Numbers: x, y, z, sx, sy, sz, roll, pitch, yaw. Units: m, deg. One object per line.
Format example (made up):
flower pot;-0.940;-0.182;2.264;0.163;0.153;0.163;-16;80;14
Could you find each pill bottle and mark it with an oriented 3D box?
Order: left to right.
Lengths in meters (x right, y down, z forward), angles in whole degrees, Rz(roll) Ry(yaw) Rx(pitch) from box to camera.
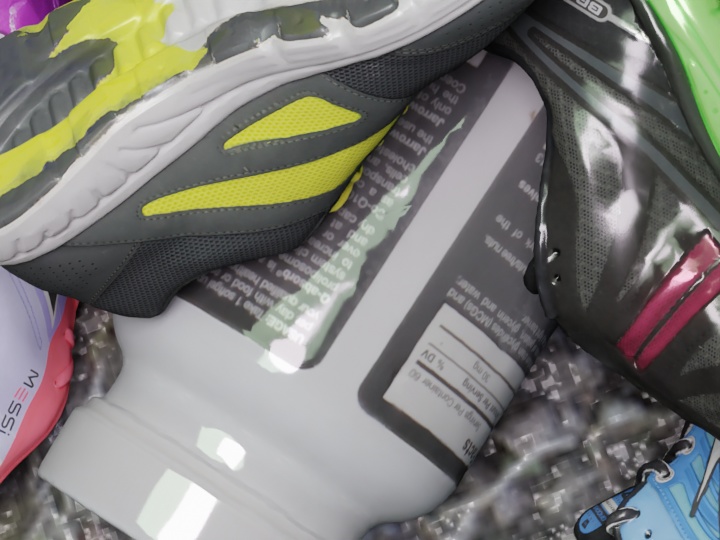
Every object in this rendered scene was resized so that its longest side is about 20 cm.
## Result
pill bottle;0.000;0.000;0.848;0.116;0.116;0.200;32;84;16

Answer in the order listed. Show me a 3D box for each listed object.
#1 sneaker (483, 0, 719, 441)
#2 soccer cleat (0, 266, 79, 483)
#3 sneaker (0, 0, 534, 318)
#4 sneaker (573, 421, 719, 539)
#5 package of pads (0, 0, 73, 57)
sneaker;0.090;0.003;0.775;0.084;0.077;0.200;-24;82;22
soccer cleat;-0.110;0.005;0.894;0.076;0.067;0.200;28;83;-25
sneaker;-0.019;-0.054;0.758;0.200;0.085;0.075;-27;55;21
sneaker;0.104;0.059;0.837;0.090;0.078;0.200;0;76;14
package of pads;-0.133;-0.120;0.839;0.076;0.121;0.200;-25;44;9
